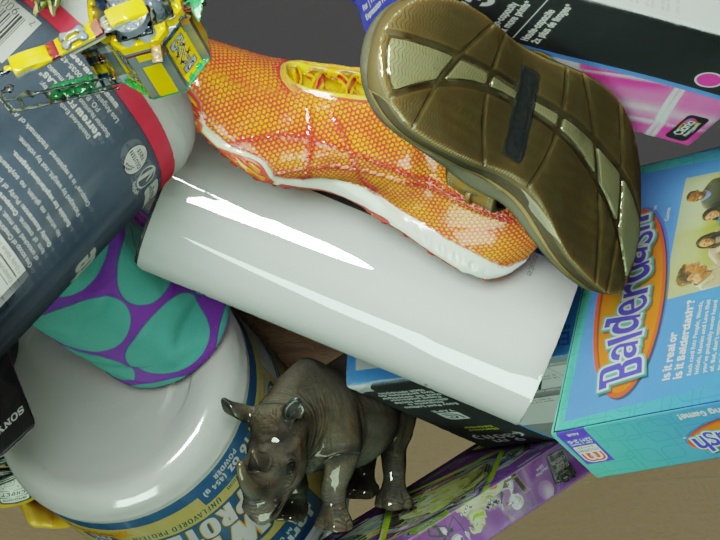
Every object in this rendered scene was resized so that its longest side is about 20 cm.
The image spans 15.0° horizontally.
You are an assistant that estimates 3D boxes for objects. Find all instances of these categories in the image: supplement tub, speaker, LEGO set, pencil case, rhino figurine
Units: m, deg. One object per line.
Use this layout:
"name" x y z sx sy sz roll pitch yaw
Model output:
"supplement tub" -0.097 0.096 1.502 0.144 0.145 0.200 -6 154 20
"speaker" 0.000 0.000 1.286 0.199 0.081 0.081 23 155 1
"LEGO set" -0.156 -0.130 1.017 0.199 0.154 0.116 -6 154 13
"pencil case" -0.138 -0.016 1.335 0.092 0.085 0.200 -37 147 6
"rhino figurine" -0.023 0.088 1.416 0.060 0.088 0.200 4 -175 23
"supplement tub" -0.178 -0.034 1.129 0.140 0.200 0.140 38 162 15

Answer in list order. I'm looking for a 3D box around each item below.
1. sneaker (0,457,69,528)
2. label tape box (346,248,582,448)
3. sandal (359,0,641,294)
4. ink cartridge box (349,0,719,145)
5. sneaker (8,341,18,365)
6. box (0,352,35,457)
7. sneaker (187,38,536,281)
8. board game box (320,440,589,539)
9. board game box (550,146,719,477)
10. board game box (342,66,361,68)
"sneaker" -0.195 0.090 1.580 0.078 0.082 0.200 -4 154 18
"label tape box" 0.108 0.050 1.435 0.144 0.064 0.200 -9 158 34
"sandal" 0.057 -0.056 1.156 0.054 0.081 0.200 2 158 42
"ink cartridge box" 0.076 -0.108 1.165 0.199 0.037 0.095 15 153 -18
"sneaker" -0.209 0.044 1.409 0.089 0.074 0.200 52 165 -25
"box" -0.242 -0.007 1.272 0.143 0.036 0.201 4 125 35
"sneaker" 0.001 -0.067 1.213 0.199 0.073 0.077 21 118 -21
"board game box" 0.068 0.119 1.504 0.200 0.032 0.120 -29 -178 -33
"board game box" 0.191 0.006 1.240 0.199 0.153 0.045 -12 139 37
"board game box" 0.030 -0.044 1.328 0.103 0.020 0.200 1 155 10
